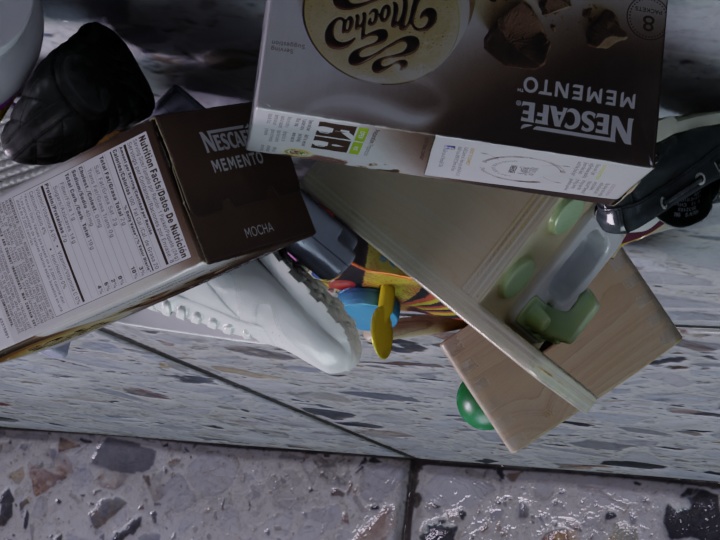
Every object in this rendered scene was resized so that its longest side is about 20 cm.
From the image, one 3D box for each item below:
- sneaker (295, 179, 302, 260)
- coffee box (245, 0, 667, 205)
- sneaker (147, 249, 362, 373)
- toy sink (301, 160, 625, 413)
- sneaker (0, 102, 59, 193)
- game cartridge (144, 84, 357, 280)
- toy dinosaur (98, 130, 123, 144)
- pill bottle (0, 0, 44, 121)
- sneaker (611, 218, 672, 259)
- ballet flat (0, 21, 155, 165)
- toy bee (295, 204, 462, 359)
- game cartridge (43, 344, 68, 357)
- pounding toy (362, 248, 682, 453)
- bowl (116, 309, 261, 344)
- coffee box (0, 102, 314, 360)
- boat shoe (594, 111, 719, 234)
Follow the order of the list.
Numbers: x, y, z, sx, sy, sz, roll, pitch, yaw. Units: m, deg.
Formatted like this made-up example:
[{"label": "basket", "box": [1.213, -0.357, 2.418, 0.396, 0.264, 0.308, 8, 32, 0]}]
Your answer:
[{"label": "sneaker", "box": [-0.032, -0.042, 1.278, 0.199, 0.081, 0.089, 15, 136, 31]}, {"label": "coffee box", "box": [0.049, -0.108, 0.831, 0.198, 0.114, 0.080, 9, 167, -5]}, {"label": "sneaker", "box": [-0.087, 0.004, 0.995, 0.200, 0.081, 0.076, 39, 180, 8]}, {"label": "toy sink", "box": [0.086, -0.024, 1.012, 0.200, 0.112, 0.130, 40, -177, 27]}, {"label": "sneaker", "box": [-0.222, -0.070, 1.130, 0.200, 0.073, 0.114, 43, -174, 21]}, {"label": "game cartridge", "box": [-0.076, -0.063, 1.043, 0.133, 0.041, 0.200, 44, 180, -17]}, {"label": "toy dinosaur", "box": [-0.180, -0.087, 1.227, 0.199, 0.061, 0.106, 3, -163, 30]}, {"label": "pill bottle", "box": [-0.236, -0.127, 0.923, 0.103, 0.105, 0.200, 11, 167, -19]}, {"label": "sneaker", "box": [0.141, -0.034, 1.201, 0.090, 0.076, 0.199, 22, 162, -35]}, {"label": "ballet flat", "box": [-0.164, -0.105, 0.962, 0.057, 0.067, 0.200, -32, -173, 12]}, {"label": "toy bee", "box": [0.000, 0.000, 1.147, 0.198, 0.132, 0.109, -15, 155, -3]}, {"label": "game cartridge", "box": [-0.280, -0.013, 1.357, 0.041, 0.134, 0.200, 3, 167, 17]}, {"label": "pounding toy", "box": [0.125, 0.050, 1.293, 0.199, 0.143, 0.184, -34, 176, 2]}, {"label": "bowl", "box": [-0.159, 0.012, 1.575, 0.198, 0.075, 0.200, 7, 167, -2]}, {"label": "coffee box", "box": [-0.141, -0.016, 0.898, 0.199, 0.080, 0.113, -22, 177, 29]}, {"label": "boat shoe", "box": [0.183, -0.057, 0.966, 0.074, 0.067, 0.199, -9, -177, 26]}]
